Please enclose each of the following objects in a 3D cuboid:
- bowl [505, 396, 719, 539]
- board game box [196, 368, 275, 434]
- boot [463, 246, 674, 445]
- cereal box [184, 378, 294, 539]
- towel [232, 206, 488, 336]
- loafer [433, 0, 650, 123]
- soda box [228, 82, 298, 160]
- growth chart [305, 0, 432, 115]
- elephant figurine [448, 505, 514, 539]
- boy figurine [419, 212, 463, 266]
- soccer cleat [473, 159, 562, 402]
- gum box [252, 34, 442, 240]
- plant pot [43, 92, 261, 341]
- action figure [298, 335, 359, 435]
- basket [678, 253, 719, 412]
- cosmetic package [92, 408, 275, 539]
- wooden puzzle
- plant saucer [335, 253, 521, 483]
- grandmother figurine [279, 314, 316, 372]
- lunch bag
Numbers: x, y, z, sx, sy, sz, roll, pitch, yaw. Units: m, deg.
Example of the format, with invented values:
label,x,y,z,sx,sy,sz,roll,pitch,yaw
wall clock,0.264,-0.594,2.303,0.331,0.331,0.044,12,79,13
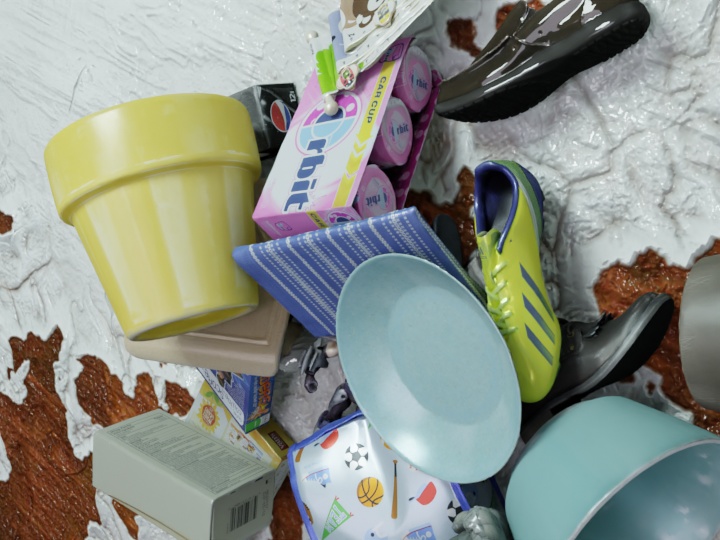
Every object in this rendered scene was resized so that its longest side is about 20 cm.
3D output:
label,x,y,z,sx,sy,sz,roll,pitch,yaw
bowl,0.195,0.182,0.745,0.105,0.198,0.203,46,125,46
board game box,-0.164,0.066,1.043,0.200,0.034,0.137,46,142,31
boot,0.153,0.041,0.814,0.200,0.069,0.175,-49,60,26
cereal box,-0.164,0.239,1.114,0.144,0.039,0.202,43,122,24
towel,0.000,0.005,0.816,0.198,0.145,0.024,-11,50,34
loafer,0.144,-0.187,0.782,0.198,0.073,0.072,-24,74,33
soda box,-0.154,-0.144,1.021,0.198,0.063,0.072,-13,91,39
growth chart,0.020,-0.249,0.837,0.200,0.018,0.146,-45,40,21
elephant figurine,0.043,0.282,0.754,0.198,0.141,0.157,-29,77,13
boy figurine,0.000,0.000,0.888,0.199,0.123,0.066,-24,70,43
soccer cleat,0.119,0.006,0.763,0.064,0.083,0.204,-14,69,37
gum box,-0.007,-0.116,0.846,0.112,0.066,0.202,-4,55,38
plant pot,-0.180,-0.041,0.884,0.199,0.199,0.192,-21,82,38
action figure,-0.004,0.132,0.944,0.129,0.069,0.202,25,123,12
basket,0.333,0.045,0.633,0.198,0.135,0.184,-3,93,42
cosmetic package,-0.202,0.234,1.051,0.198,0.103,0.074,18,110,35
wooden puzzle,-0.144,0.002,0.972,0.182,0.037,0.203,5,75,22
plant saucer,0.061,0.077,0.774,0.199,0.038,0.204,23,124,39
grandmother figurine,-0.108,0.023,1.020,0.121,0.060,0.202,-46,67,43
lunch bag,0.042,0.222,0.877,0.169,0.124,0.202,-29,89,19
